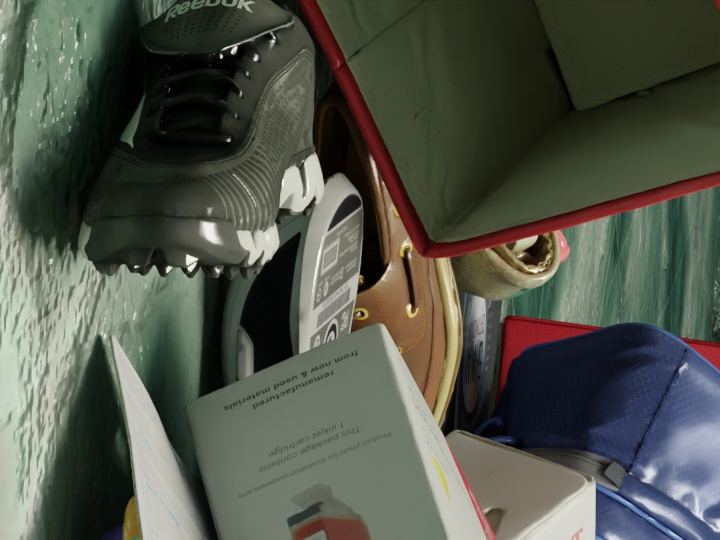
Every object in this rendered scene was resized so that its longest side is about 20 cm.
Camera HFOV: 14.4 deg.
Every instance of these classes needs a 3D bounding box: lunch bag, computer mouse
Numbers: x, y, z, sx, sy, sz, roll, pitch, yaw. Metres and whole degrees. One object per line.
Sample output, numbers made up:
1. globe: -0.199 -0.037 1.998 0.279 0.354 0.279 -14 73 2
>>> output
1. lunch bag: 0.135 0.126 1.385 0.136 0.199 0.133 -19 -139 58
2. computer mouse: -0.035 0.056 1.126 0.110 0.044 0.202 -36 135 -68

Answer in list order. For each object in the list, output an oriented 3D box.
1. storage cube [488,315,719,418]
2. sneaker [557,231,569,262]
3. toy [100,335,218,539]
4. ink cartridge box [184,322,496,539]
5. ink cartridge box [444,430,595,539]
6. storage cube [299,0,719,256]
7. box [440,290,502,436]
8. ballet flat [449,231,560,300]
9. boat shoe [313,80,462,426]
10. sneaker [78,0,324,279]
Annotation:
1. storage cube: 0.145 0.132 1.573 0.171 0.178 0.202 115 -18 -78
2. sneaker: 0.087 -0.087 1.527 0.074 0.086 0.202 58 38 -72
3. toy: -0.064 0.133 0.932 0.115 0.047 0.201 65 4 -45
4. ink cartridge box: 0.017 0.144 1.002 0.201 0.083 0.146 -108 174 -45
5. ink cartridge box: 0.036 0.195 1.284 0.145 0.087 0.201 -33 132 -45
6. storage cube: 0.096 -0.134 1.111 0.180 0.199 0.172 -42 111 -47
7. box: 0.032 0.032 1.389 0.200 0.043 0.161 -47 144 -71
8. ballet flat: 0.049 -0.086 1.238 0.067 0.062 0.201 -22 101 -29
9. boat shoe: 0.000 0.000 1.229 0.067 0.072 0.201 -23 128 -42
10. sneaker: -0.053 -0.051 0.951 0.200 0.066 0.091 -50 140 -76
